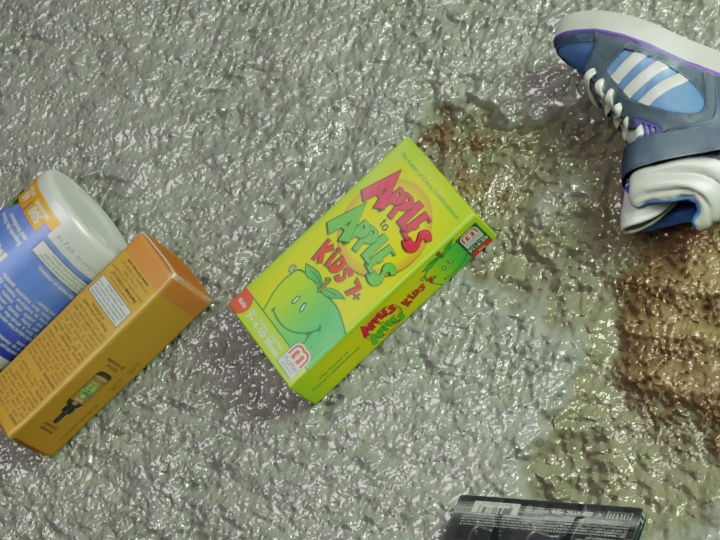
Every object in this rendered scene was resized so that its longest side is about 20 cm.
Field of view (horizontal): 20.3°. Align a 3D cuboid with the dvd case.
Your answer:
[{"bbox_3d":[0.106,0.243,1.414,0.148,0.016,0.200,1,44,29],"label":"dvd case"}]

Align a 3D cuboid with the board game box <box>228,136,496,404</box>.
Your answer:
[{"bbox_3d":[0.000,0.000,1.608,0.200,0.048,0.102,-43,55,6],"label":"board game box"}]

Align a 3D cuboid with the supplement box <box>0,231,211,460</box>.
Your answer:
[{"bbox_3d":[-0.224,0.065,1.691,0.200,0.067,0.069,-45,55,3],"label":"supplement box"}]

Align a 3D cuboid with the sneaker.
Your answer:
[{"bbox_3d":[0.207,-0.105,1.519,0.199,0.081,0.147,23,77,28],"label":"sneaker"}]

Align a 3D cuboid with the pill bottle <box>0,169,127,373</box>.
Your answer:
[{"bbox_3d":[-0.304,0.017,1.728,0.200,0.112,0.112,-40,56,6],"label":"pill bottle"}]
